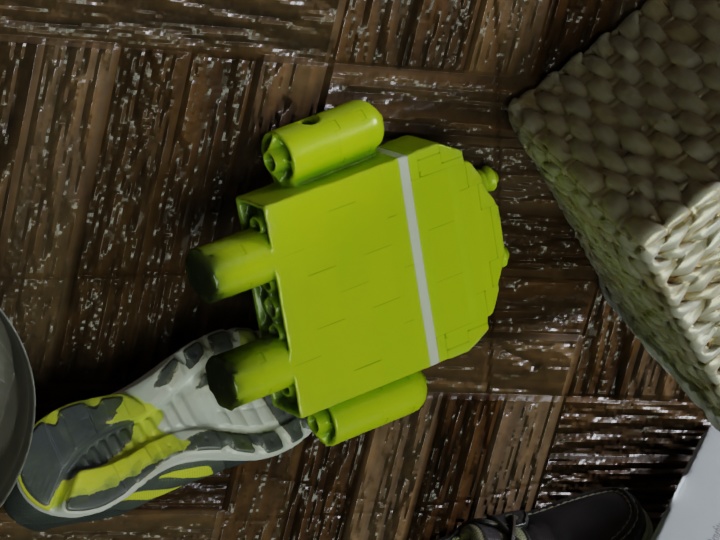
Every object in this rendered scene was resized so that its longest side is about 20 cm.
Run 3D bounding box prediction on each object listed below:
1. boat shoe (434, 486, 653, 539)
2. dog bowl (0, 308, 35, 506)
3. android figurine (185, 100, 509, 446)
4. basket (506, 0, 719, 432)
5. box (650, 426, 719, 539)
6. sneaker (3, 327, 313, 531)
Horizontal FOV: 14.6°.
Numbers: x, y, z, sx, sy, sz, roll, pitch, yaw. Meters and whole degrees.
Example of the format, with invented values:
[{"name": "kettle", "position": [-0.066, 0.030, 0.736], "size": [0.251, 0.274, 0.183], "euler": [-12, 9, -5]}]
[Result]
[{"name": "boat shoe", "position": [0.079, 0.179, 1.663], "size": [0.199, 0.073, 0.065], "euler": [-28, 130, -6]}, {"name": "dog bowl", "position": [-0.268, 0.063, 1.442], "size": [0.199, 0.059, 0.201], "euler": [-5, 117, -10]}, {"name": "android figurine", "position": [0.000, 0.000, 1.522], "size": [0.199, 0.041, 0.183], "euler": [-23, 113, -30]}, {"name": "basket", "position": [0.215, -0.047, 1.516], "size": [0.198, 0.200, 0.161], "euler": [-36, 124, 0]}, {"name": "box", "position": [0.216, 0.232, 1.657], "size": [0.130, 0.199, 0.201], "euler": [20, 115, 10]}, {"name": "sneaker", "position": [-0.112, 0.087, 1.540], "size": [0.199, 0.085, 0.075], "euler": [-16, 80, -33]}]
